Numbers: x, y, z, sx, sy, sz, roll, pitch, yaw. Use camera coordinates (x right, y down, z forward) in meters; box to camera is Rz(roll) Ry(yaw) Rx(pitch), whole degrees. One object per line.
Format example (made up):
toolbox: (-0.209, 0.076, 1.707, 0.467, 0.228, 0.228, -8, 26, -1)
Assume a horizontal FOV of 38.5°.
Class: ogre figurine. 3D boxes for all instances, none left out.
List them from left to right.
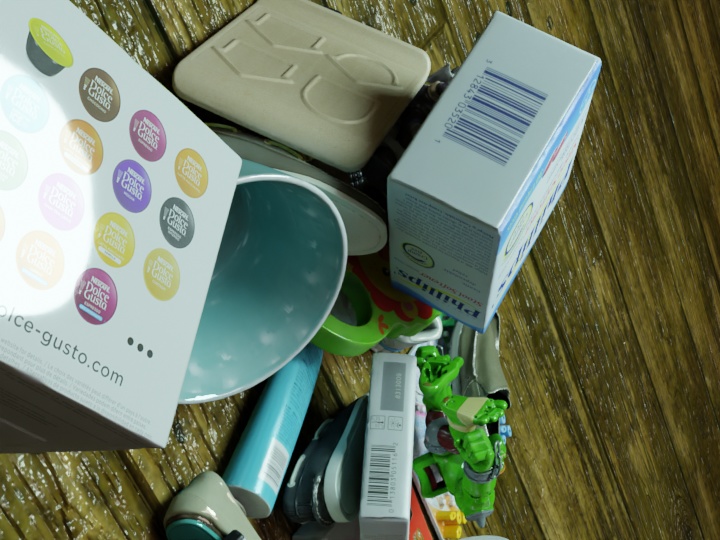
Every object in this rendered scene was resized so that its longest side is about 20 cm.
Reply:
ogre figurine: (0.096, 0.168, 1.041, 0.097, 0.199, 0.122, -21, 119, -26)

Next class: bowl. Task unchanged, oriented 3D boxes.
bowl: (-0.120, -0.009, 0.790, 0.198, 0.105, 0.203, -23, 136, -25)

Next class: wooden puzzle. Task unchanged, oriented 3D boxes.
wooden puzzle: (-0.048, -0.168, 0.925, 0.201, 0.183, 0.047, -59, 170, -48)

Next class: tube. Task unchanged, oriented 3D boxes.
tube: (-0.070, 0.123, 0.929, 0.078, 0.049, 0.202, 87, 19, -48)

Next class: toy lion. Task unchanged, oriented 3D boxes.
toy lion: (0.000, 0.000, 0.967, 0.191, 0.068, 0.202, 37, 42, -19)

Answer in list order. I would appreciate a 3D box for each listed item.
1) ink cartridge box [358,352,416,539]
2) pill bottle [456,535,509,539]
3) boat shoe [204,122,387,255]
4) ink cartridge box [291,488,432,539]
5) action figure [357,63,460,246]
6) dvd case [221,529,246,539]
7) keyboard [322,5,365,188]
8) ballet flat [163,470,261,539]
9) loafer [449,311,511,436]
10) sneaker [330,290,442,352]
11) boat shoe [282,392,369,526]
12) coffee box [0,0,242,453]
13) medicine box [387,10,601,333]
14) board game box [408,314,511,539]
ink cartridge box: (0.025, 0.199, 0.970, 0.202, 0.046, 0.162, 92, 2, -53)
pill bottle: (0.139, 0.403, 1.118, 0.116, 0.115, 0.204, -17, 98, -55)
boat shoe: (-0.066, -0.072, 0.866, 0.061, 0.198, 0.073, -67, 174, -45)
ink cartridge box: (0.023, 0.274, 1.035, 0.200, 0.056, 0.165, -39, 116, -46)
action figure: (0.047, -0.119, 0.975, 0.069, 0.130, 0.201, 33, 44, -5)
dvd case: (-0.108, 0.326, 0.811, 0.142, 0.017, 0.202, -37, 116, -26)
keyboard: (-0.008, -0.178, 1.084, 0.104, 0.039, 0.204, -22, 103, -54)
ballet flat: (-0.093, 0.248, 0.863, 0.202, 0.069, 0.070, 61, 40, -27)
loafer: (0.142, 0.132, 1.164, 0.075, 0.069, 0.204, 31, 59, -49)
sneaker: (0.015, 0.030, 1.036, 0.199, 0.086, 0.076, 26, 65, -49)
boat shoe: (-0.021, 0.172, 0.975, 0.200, 0.059, 0.077, -42, 119, -70)
coffee box: (-0.221, -0.023, 0.602, 0.199, 0.197, 0.201, 41, 51, -43)
medicine box: (0.109, -0.077, 0.882, 0.184, 0.102, 0.201, -57, 164, -20)
board game box: (0.106, 0.170, 1.190, 0.200, 0.026, 0.203, -49, 124, -49)
